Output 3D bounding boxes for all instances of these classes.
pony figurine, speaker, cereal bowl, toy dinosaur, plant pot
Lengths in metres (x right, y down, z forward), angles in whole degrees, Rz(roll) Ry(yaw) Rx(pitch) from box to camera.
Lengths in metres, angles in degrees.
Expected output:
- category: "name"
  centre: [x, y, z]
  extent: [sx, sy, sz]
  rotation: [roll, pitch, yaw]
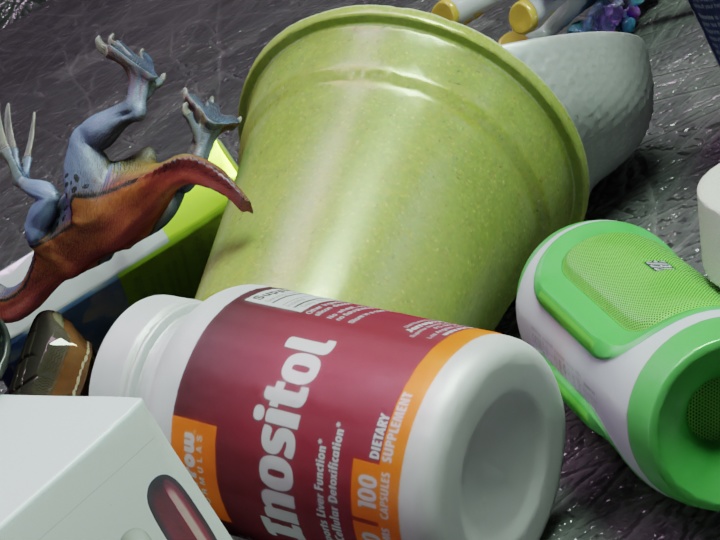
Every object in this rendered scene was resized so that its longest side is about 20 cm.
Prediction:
- category: "pony figurine"
  centre: [0.167, -0.224, 1.494]
  extent: [0.199, 0.167, 0.193]
  rotation: [-25, -13, -36]
- category: "speaker"
  centre: [0.128, 0.036, 0.956]
  extent: [0.088, 0.089, 0.200]
  rotation: [-30, 18, -3]
- category: "cereal bowl"
  centre: [0.076, -0.069, 1.263]
  extent: [0.198, 0.084, 0.200]
  rotation: [-12, -5, -1]
- category: "toy dinosaur"
  centre: [-0.152, -0.030, 1.133]
  extent: [0.182, 0.105, 0.200]
  rotation: [-54, 23, 17]
- category: "plant pot"
  centre: [0.000, 0.000, 1.120]
  extent: [0.199, 0.201, 0.185]
  rotation: [-16, 34, 35]

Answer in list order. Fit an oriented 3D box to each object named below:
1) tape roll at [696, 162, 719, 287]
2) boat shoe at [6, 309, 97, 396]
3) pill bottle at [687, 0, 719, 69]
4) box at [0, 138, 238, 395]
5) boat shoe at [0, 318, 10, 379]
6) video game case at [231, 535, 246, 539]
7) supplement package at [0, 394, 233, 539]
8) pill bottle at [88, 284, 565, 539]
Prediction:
- category: "tape roll"
  centre: [0.240, -0.026, 0.917]
  extent: [0.201, 0.037, 0.203]
  rotation: [-6, 15, 2]
- category: "boat shoe"
  centre: [-0.160, 0.076, 1.218]
  extent: [0.200, 0.073, 0.076]
  rotation: [132, 157, -73]
- category: "pill bottle"
  centre: [0.224, -0.164, 1.154]
  extent: [0.110, 0.201, 0.111]
  rotation: [-26, 19, 10]
- category: "box"
  centre: [-0.154, 0.009, 1.322]
  extent: [0.199, 0.048, 0.122]
  rotation: [-32, -16, -9]
- category: "boat shoe"
  centre: [-0.212, 0.068, 0.948]
  extent: [0.056, 0.069, 0.200]
  rotation: [-24, 16, 23]
- category: "video game case"
  centre: [-0.095, 0.171, 1.011]
  extent: [0.180, 0.036, 0.200]
  rotation: [-24, 19, 16]
- category: "supplement package"
  centre: [-0.170, 0.155, 0.933]
  extent: [0.200, 0.111, 0.155]
  rotation: [-42, 20, -28]
- category: "pill bottle"
  centre: [-0.020, 0.069, 0.963]
  extent: [0.199, 0.114, 0.113]
  rotation: [10, 39, 35]
